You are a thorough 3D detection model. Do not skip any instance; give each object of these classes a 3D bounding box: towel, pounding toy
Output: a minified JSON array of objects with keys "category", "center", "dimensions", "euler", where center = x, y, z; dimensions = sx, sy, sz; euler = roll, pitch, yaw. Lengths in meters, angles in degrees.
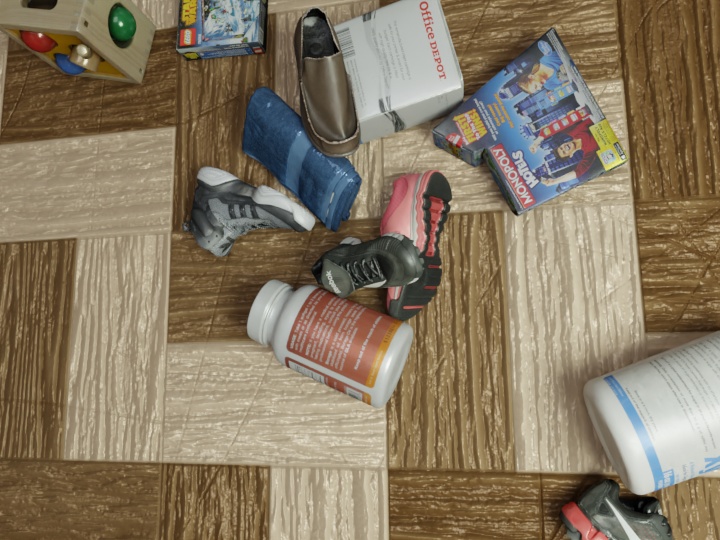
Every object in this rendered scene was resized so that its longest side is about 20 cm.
[{"category":"towel","center":[-0.085,-0.152,0.791],"dimensions":[0.048,0.112,0.200],"euler":[-35,72,-32]},{"category":"pounding toy","center":[-0.416,-0.352,0.855],"dimensions":[0.197,0.184,0.144],"euler":[11,84,13]}]

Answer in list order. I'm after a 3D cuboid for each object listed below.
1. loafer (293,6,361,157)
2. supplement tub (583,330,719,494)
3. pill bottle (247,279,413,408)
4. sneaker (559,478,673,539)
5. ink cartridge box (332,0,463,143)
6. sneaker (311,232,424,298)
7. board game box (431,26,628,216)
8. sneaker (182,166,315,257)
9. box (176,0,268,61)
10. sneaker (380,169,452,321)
[{"category":"loafer","center":[-0.049,-0.239,0.722],"dimensions":[0.072,0.071,0.203],"euler":[-16,78,-6]},{"category":"supplement tub","center":[0.365,0.151,0.635],"dimensions":[0.198,0.132,0.134],"euler":[-23,77,9]},{"category":"pill bottle","center":[-0.041,0.086,0.743],"dimensions":[0.198,0.112,0.114],"euler":[22,86,14]},{"category":"sneaker","center":[0.330,0.317,0.647],"dimensions":[0.200,0.071,0.098],"euler":[39,93,16]},{"category":"ink cartridge box","center":[0.030,-0.271,0.796],"dimensions":[0.197,0.086,0.149],"euler":[-16,79,8]},{"category":"sneaker","center":[0.000,0.000,0.705],"dimensions":[0.090,0.199,0.067],"euler":[-29,105,-25]},{"category":"board game box","center":[0.206,-0.177,0.756],"dimensions":[0.198,0.062,0.202],"euler":[-26,77,8]},{"category":"sneaker","center":[-0.163,-0.065,0.815],"dimensions":[0.198,0.075,0.115],"euler":[23,87,20]},{"category":"box","center":[-0.212,-0.435,0.898],"dimensions":[0.135,0.040,0.203],"euler":[0,81,11]},{"category":"sneaker","center":[0.063,-0.034,0.773],"dimensions":[0.086,0.073,0.203],"euler":[13,92,45]}]
